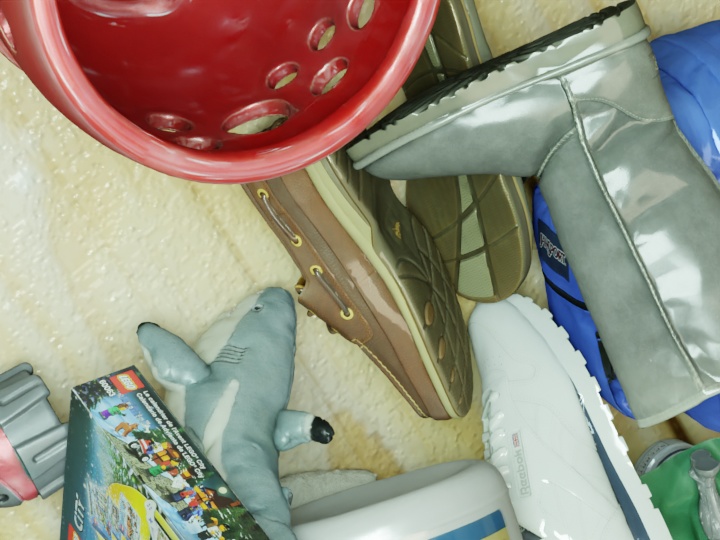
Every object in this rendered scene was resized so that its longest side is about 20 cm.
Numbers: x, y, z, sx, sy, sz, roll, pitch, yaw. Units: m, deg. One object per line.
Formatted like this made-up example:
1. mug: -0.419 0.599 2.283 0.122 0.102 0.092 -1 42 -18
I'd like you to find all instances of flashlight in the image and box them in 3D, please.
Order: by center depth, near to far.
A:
1. flashlight: -0.236 0.124 1.066 0.200 0.068 0.068 -32 149 -12

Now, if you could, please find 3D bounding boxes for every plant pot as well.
1. plant pot: -0.084 -0.157 0.979 0.200 0.182 0.201 -8 111 -23

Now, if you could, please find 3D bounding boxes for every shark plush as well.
1. shark plush: -0.054 0.081 1.070 0.083 0.200 0.091 -19 121 -2

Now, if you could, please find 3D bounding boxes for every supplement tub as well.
1. supplement tub: 0.032 0.212 1.107 0.144 0.145 0.201 -17 90 -21

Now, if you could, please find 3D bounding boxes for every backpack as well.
1. backpack: 0.184 -0.027 1.169 0.167 0.162 0.201 -17 114 -17

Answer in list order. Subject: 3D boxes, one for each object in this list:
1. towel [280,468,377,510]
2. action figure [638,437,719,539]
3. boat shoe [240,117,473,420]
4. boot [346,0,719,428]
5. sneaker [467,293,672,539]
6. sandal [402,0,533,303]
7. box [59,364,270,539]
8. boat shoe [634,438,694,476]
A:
1. towel: -0.040 0.211 1.169 0.132 0.034 0.201 0 82 -32
2. action figure: 0.235 0.193 1.251 0.118 0.055 0.201 -21 108 -15
3. boat shoe: 0.000 0.000 1.146 0.067 0.072 0.201 -19 118 23
4. boot: 0.109 -0.015 1.077 0.181 0.073 0.201 -21 102 17
5. sneaker: 0.099 0.103 1.167 0.080 0.201 0.076 -22 155 -9
6. sandal: 0.062 -0.077 1.151 0.054 0.080 0.201 -29 115 -40
7. box: -0.102 0.165 1.061 0.038 0.137 0.201 -19 140 -30
8. boat shoe: 0.241 0.184 1.322 0.200 0.067 0.074 41 86 -31
